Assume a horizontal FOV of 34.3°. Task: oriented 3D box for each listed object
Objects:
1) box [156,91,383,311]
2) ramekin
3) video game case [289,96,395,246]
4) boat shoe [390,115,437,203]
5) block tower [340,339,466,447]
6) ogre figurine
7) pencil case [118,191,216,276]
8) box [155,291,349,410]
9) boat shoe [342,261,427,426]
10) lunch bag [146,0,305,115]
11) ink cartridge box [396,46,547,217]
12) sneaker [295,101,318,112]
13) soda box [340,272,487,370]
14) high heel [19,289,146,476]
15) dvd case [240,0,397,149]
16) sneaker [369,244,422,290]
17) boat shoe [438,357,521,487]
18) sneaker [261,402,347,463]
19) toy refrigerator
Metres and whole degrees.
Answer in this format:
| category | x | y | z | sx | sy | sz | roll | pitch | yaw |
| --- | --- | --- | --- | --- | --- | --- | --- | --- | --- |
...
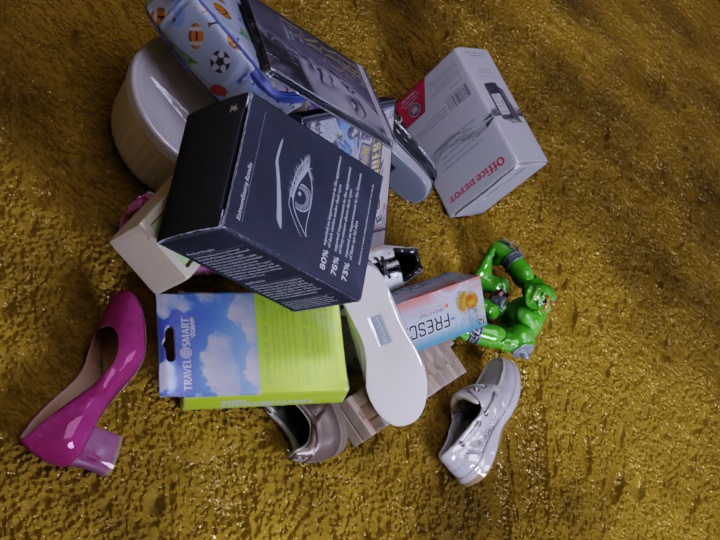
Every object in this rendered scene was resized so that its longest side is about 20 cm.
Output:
| category | x | y | z | sx | sy | sz | roll | pitch | yaw |
| --- | --- | --- | --- | --- | --- | --- | --- | --- | --- |
| box | -0.087 | -0.063 | 1.177 | 0.199 | 0.104 | 0.149 | 30 | 62 | -39 |
| ramekin | -0.201 | -0.170 | 1.372 | 0.201 | 0.094 | 0.203 | 25 | 46 | -29 |
| video game case | -0.025 | -0.104 | 1.437 | 0.025 | 0.202 | 0.180 | 19 | 24 | 35 |
| boat shoe | 0.034 | -0.187 | 1.618 | 0.199 | 0.074 | 0.068 | 43 | 45 | -10 |
| block tower | 0.052 | 0.142 | 1.407 | 0.200 | 0.054 | 0.058 | -29 | 83 | -49 |
| ogre figurine | 0.200 | 0.045 | 1.593 | 0.119 | 0.098 | 0.200 | 31 | 26 | 3 |
| pencil case | -0.170 | -0.040 | 1.316 | 0.199 | 0.087 | 0.083 | 1 | 30 | -43 |
| box | -0.118 | 0.083 | 1.243 | 0.198 | 0.048 | 0.123 | -1 | 65 | -13 |
| boat shoe | 0.020 | 0.077 | 1.310 | 0.069 | 0.072 | 0.201 | -106 | 171 | -72 |
| lunch bag | -0.147 | -0.257 | 1.336 | 0.201 | 0.075 | 0.160 | 54 | 21 | 6 |
| ink cartridge box | 0.157 | -0.197 | 1.686 | 0.083 | 0.145 | 0.201 | -8 | 66 | -48 |
| sneaker | -0.096 | -0.241 | 1.542 | 0.088 | 0.080 | 0.201 | -20 | 80 | -55 |
| soda box | 0.061 | 0.059 | 1.422 | 0.199 | 0.063 | 0.069 | -17 | 104 | -35 |
| high heel | -0.267 | 0.094 | 1.130 | 0.096 | 0.067 | 0.201 | 31 | 46 | -38 |
| dvd case | -0.047 | -0.231 | 1.350 | 0.199 | 0.016 | 0.149 | 27 | 31 | -39 |
| sneaker | 0.000 | 0.000 | 1.414 | 0.199 | 0.080 | 0.074 | -18 | 91 | -52 |
| boat shoe | 0.146 | 0.173 | 1.458 | 0.069 | 0.071 | 0.201 | 41 | 42 | -15 |
| sneaker | -0.081 | 0.116 | 1.289 | 0.075 | 0.070 | 0.201 | -11 | 69 | -46 |
| toy refrigerator | -0.166 | -0.073 | 1.225 | 0.076 | 0.070 | 0.200 | 50 | 47 | -16 |
